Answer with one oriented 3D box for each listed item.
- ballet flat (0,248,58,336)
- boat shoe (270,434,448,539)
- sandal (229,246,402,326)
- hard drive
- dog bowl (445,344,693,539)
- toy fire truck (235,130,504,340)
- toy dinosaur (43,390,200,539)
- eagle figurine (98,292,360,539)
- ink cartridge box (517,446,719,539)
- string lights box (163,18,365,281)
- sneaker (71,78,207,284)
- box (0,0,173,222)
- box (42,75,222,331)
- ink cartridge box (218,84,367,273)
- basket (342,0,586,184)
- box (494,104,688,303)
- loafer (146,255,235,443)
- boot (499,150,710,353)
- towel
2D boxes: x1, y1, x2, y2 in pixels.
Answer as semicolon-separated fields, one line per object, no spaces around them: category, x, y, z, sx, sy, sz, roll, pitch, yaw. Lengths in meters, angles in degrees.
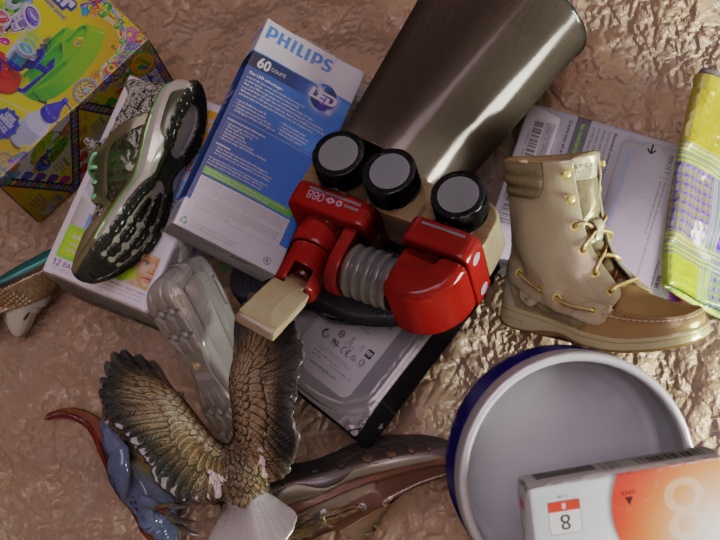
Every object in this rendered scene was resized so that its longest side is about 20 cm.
ballet flat;-0.350;0.040;1.265;0.197;0.071;0.066;-23;100;4
boat shoe;-0.008;0.196;1.171;0.197;0.076;0.073;-16;98;6
sandal;-0.024;0.014;1.187;0.198;0.043;0.077;8;56;34
hard drive;0.016;0.040;1.199;0.139;0.038;0.201;34;81;36
dog bowl;0.171;0.164;1.111;0.197;0.079;0.204;0;93;-6
toy fire truck;0.000;0.000;1.078;0.174;0.129;0.202;20;67;23
toy dinosaur;-0.179;0.203;1.203;0.198;0.104;0.185;-11;85;43
eagle figurine;-0.109;0.137;1.082;0.149;0.151;0.203;-15;96;38
ink cartridge box;0.214;0.252;1.056;0.159;0.050;0.203;-8;91;-5
string lights box;-0.084;-0.105;1.179;0.102;0.059;0.202;27;77;-12
sneaker;-0.208;-0.083;1.169;0.088;0.077;0.202;18;72;24
box;-0.318;-0.195;1.286;0.193;0.122;0.200;-44;74;-7
box;-0.193;-0.060;1.242;0.111;0.101;0.202;20;78;12
ink cartridge box;-0.058;-0.084;1.253;0.102;0.059;0.202;20;78;12
basket;0.079;-0.159;1.194;0.179;0.136;0.201;16;66;48
box;0.224;-0.050;1.218;0.197;0.041;0.158;17;79;13
loafer;-0.115;0.082;1.183;0.070;0.069;0.202;-39;113;-39
boot;0.198;-0.020;1.112;0.198;0.072;0.158;10;106;47
towel;0.320;-0.064;1.168;0.023;0.143;0.203;1;73;51
